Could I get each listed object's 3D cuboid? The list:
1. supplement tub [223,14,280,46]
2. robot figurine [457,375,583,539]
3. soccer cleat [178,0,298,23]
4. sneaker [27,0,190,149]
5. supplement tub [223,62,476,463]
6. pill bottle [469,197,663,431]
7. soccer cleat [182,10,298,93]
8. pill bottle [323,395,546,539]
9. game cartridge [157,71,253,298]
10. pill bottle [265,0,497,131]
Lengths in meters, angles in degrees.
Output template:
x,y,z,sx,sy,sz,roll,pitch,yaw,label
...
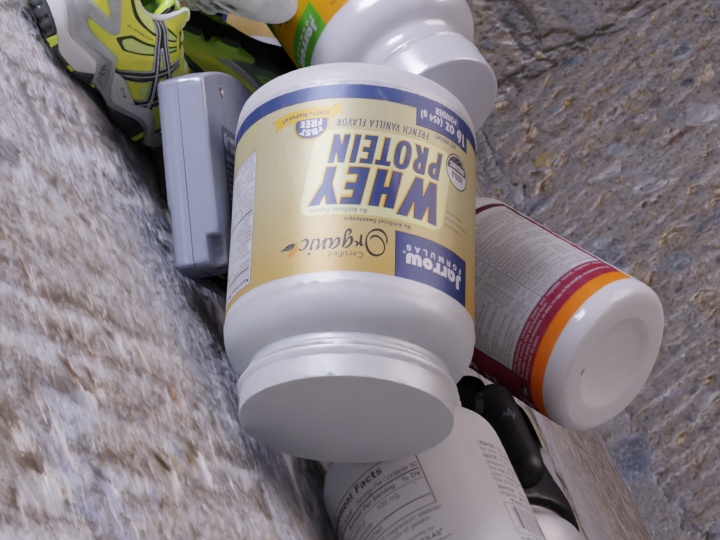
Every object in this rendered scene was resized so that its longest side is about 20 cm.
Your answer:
x,y,z,sx,sy,sz,roll,pitch,yaw,label
-0.041,-0.185,1.706,0.144,0.144,0.200,38,62,-72,supplement tub
0.074,0.158,1.566,0.150,0.125,0.200,54,10,-46,robot figurine
-0.105,-0.186,1.504,0.069,0.078,0.200,48,-6,-40,soccer cleat
-0.132,-0.136,1.465,0.075,0.076,0.200,62,6,22,sneaker
-0.005,-0.003,1.385,0.144,0.144,0.200,50,36,-56,supplement tub
0.098,0.017,1.616,0.200,0.110,0.110,32,-12,37,pill bottle
-0.095,-0.128,1.583,0.200,0.084,0.065,22,31,-11,soccer cleat
0.041,0.144,1.432,0.114,0.114,0.200,52,11,-51,pill bottle
-0.081,-0.051,1.492,0.200,0.040,0.134,38,48,-74,game cartridge
0.003,-0.163,1.523,0.200,0.111,0.111,56,3,36,pill bottle
